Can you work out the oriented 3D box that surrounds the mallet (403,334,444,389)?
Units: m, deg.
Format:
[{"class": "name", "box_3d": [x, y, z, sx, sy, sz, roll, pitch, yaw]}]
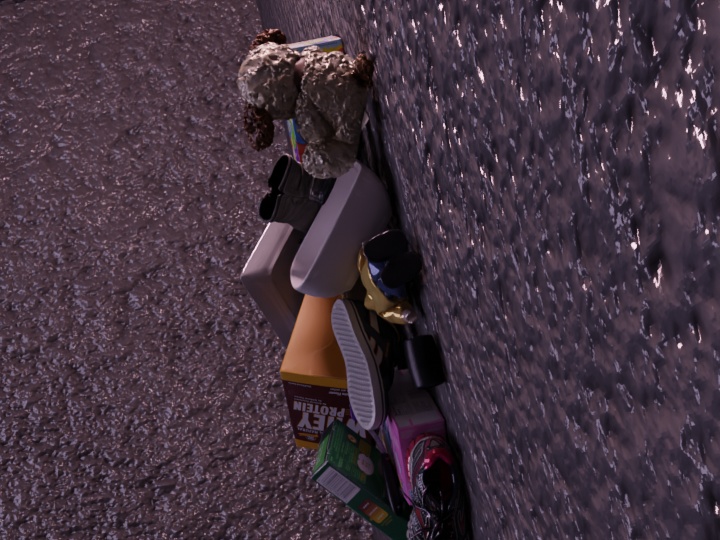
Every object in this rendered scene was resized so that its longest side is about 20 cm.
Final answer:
[{"class": "mallet", "box_3d": [0.076, 0.118, 1.203, 0.200, 0.041, 0.066, 108, 149, -86]}]

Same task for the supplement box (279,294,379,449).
[{"class": "supplement box", "box_3d": [-0.029, 0.155, 1.465, 0.200, 0.132, 0.198, 84, -164, -46]}]

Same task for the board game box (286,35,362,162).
[{"class": "board game box", "box_3d": [-0.070, -0.270, 1.492, 0.103, 0.105, 0.201, -121, 20, -71]}]

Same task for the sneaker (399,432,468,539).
[{"class": "sneaker", "box_3d": [0.096, 0.310, 1.152, 0.075, 0.080, 0.201, -164, 63, -81]}]

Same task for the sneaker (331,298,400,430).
[{"class": "sneaker", "box_3d": [0.021, 0.125, 1.272, 0.078, 0.079, 0.200, -55, 40, 46]}]

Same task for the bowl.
[{"class": "bowl", "box_3d": [-0.023, -0.054, 1.303, 0.200, 0.075, 0.200, -61, 13, 6]}]

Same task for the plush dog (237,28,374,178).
[{"class": "plush dog", "box_3d": [-0.079, -0.242, 1.225, 0.161, 0.171, 0.201, 118, 157, -66]}]

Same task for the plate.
[{"class": "plate", "box_3d": [-0.107, 0.007, 1.515, 0.200, 0.032, 0.200, 62, -143, -38]}]

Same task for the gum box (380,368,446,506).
[{"class": "gum box", "box_3d": [0.072, 0.229, 1.280, 0.200, 0.066, 0.114, -121, 21, -72]}]

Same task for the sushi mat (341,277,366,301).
[{"class": "sushi mat", "box_3d": [0.000, 0.000, 1.440, 0.012, 0.095, 0.200, -62, 26, 27]}]

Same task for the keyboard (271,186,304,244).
[{"class": "keyboard", "box_3d": [-0.070, -0.091, 1.517, 0.021, 0.200, 0.127, -13, 74, 44]}]

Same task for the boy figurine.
[{"class": "boy figurine", "box_3d": [0.039, 0.020, 1.207, 0.124, 0.064, 0.200, 57, 171, 16]}]

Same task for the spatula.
[{"class": "spatula", "box_3d": [0.023, 0.243, 1.271, 0.056, 0.021, 0.200, 10, -126, -53]}]

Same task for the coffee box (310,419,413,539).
[{"class": "coffee box", "box_3d": [0.025, 0.310, 1.304, 0.200, 0.044, 0.123, 37, -161, -9]}]

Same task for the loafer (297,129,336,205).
[{"class": "loafer", "box_3d": [-0.057, -0.192, 1.339, 0.073, 0.072, 0.201, 116, 166, -70]}]

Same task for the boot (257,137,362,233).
[{"class": "boot", "box_3d": [-0.075, -0.153, 1.387, 0.131, 0.068, 0.200, 21, -89, -56]}]
